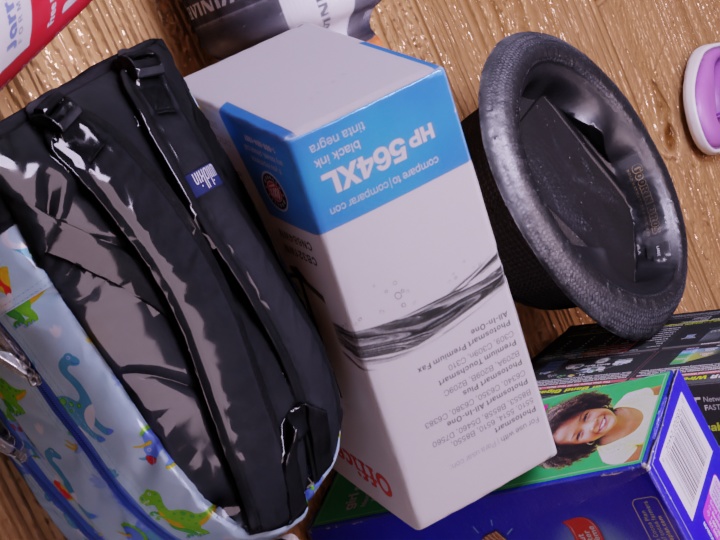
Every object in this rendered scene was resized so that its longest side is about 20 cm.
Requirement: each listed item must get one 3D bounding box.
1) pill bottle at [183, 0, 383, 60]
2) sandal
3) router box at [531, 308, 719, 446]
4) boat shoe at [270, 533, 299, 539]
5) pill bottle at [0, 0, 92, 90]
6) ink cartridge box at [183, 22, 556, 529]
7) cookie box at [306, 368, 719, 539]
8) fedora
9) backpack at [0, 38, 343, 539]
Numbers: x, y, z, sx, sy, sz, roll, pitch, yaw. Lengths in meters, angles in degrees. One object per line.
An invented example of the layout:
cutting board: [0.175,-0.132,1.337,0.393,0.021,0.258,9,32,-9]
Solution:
pill bottle: [-0.050,-0.178,0.930,0.106,0.106,0.202,-33,104,-55]
sandal: [0.315,-0.157,1.501,0.202,0.049,0.083,-39,109,-54]
router box: [0.188,0.074,1.088,0.150,0.199,0.063,-29,107,-55]
boat shoe: [-0.046,0.183,0.836,0.075,0.092,0.200,63,-2,30]
pill bottle: [-0.173,-0.120,0.723,0.113,0.112,0.200,59,37,-22]
ink cartridge box: [0.000,0.000,0.854,0.084,0.146,0.202,-26,114,-19]
cookie box: [0.100,0.155,0.930,0.172,0.199,0.075,59,35,-22]
fedora: [0.113,-0.041,1.120,0.200,0.091,0.202,27,52,-39]
backpack: [-0.091,0.029,0.774,0.200,0.154,0.163,47,34,-4]
